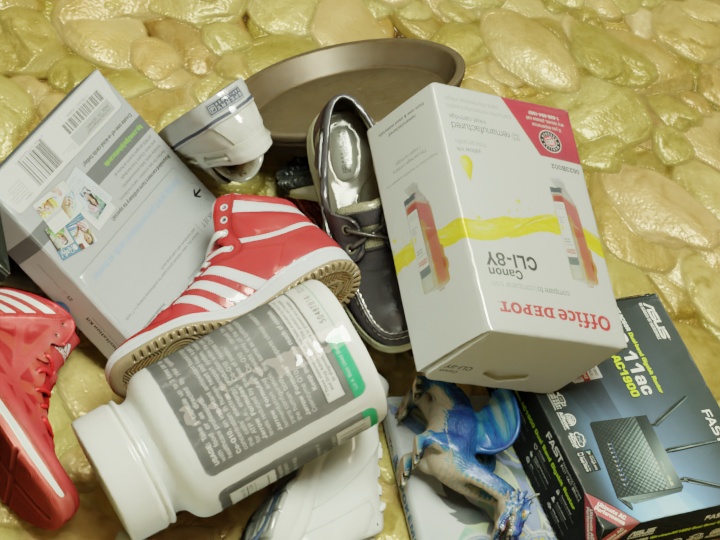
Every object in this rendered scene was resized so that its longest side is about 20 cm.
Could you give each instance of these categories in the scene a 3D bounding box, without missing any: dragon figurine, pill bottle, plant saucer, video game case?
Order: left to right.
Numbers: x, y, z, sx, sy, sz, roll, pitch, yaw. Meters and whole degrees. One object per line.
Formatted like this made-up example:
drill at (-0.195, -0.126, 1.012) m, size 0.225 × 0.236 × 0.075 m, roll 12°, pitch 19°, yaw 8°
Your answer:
pill bottle at (-0.091, 0.099, 1.507) m, size 0.200 × 0.113 × 0.113 m, roll -28°, pitch 65°, yaw -11°
plant saucer at (-0.011, -0.140, 1.772) m, size 0.199 × 0.030 × 0.200 m, roll -10°, pitch 26°, yaw 5°
dragon figurine at (0.081, 0.116, 1.617) m, size 0.099 × 0.059 × 0.201 m, roll 9°, pitch 51°, yaw -14°
video game case at (0.127, 0.174, 1.642) m, size 0.199 × 0.022 × 0.183 m, roll 0°, pitch 53°, yaw -20°

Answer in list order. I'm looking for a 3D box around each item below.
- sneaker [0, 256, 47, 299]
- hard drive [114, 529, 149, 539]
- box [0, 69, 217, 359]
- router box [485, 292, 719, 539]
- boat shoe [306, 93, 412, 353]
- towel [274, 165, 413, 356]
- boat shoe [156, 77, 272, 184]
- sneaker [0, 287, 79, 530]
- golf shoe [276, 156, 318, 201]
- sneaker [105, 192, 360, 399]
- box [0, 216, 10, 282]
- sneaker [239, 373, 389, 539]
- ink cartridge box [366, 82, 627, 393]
sneaker at (-0.313, -0.038, 1.613) m, size 0.199 × 0.075 × 0.090 m, roll 13°, pitch 45°, yaw -9°
hard drive at (-0.093, 0.268, 1.486) m, size 0.199 × 0.026 × 0.132 m, roll 20°, pitch 49°, yaw -3°
box at (-0.179, -0.029, 1.629) m, size 0.200 × 0.041 × 0.156 m, roll 46°, pitch 49°, yaw -12°
router box at (0.196, 0.119, 1.656) m, size 0.149 × 0.062 × 0.200 m, roll -8°, pitch 56°, yaw -27°
boat shoe at (0.003, -0.038, 1.622) m, size 0.072 × 0.065 × 0.201 m, roll -13°, pitch 73°, yaw -3°
towel at (0.040, -0.032, 1.773) m, size 0.144 × 0.023 × 0.200 m, roll -24°, pitch 64°, yaw -34°
boat shoe at (-0.109, -0.097, 1.679) m, size 0.071 × 0.200 × 0.070 m, roll -35°, pitch 96°, yaw -16°
sneaker at (-0.230, 0.084, 1.547) m, size 0.115 × 0.078 × 0.200 m, roll -25°, pitch 66°, yaw -32°
golf shoe at (0.034, -0.062, 1.733) m, size 0.199 × 0.095 × 0.078 m, roll -6°, pitch 27°, yaw 6°
sneaker at (-0.111, 0.016, 1.591) m, size 0.199 × 0.071 × 0.113 m, roll -26°, pitch 49°, yaw -16°
box at (-0.359, -0.051, 1.549) m, size 0.199 × 0.048 × 0.194 m, roll -21°, pitch 60°, yaw 9°
sneaker at (-0.020, 0.157, 1.583) m, size 0.087 × 0.074 × 0.200 m, roll 35°, pitch 52°, yaw -11°
ink cartridge box at (0.100, -0.022, 1.589) m, size 0.145 × 0.083 × 0.201 m, roll 8°, pitch 60°, yaw -39°
